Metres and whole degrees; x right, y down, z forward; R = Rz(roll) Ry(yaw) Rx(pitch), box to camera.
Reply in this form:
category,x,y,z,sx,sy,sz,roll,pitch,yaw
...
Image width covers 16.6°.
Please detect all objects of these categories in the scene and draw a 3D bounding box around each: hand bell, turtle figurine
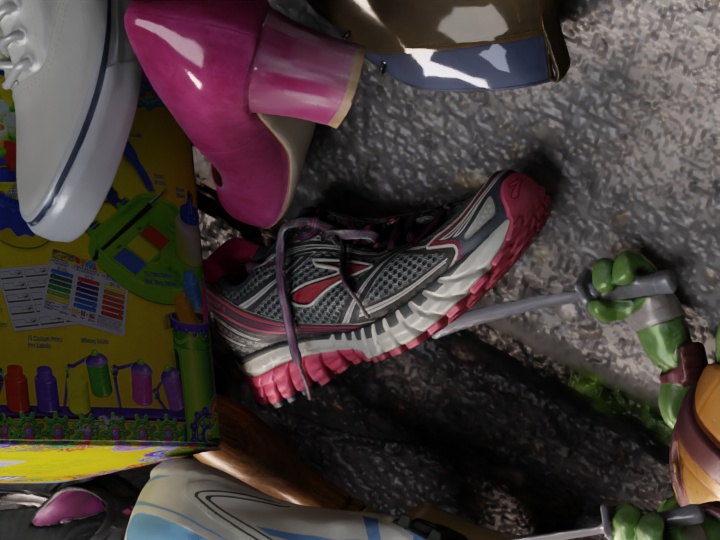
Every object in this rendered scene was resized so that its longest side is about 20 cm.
category,x,y,z,sx,sy,sz,roll,pitch,yaw
hand bell,-0.012,0.110,1.141,0.200,0.104,0.104,34,132,5
turtle figurine,0.122,0.043,0.995,0.200,0.144,0.194,31,126,8

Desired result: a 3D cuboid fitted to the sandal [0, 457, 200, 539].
category,x,y,z,sx,sy,sz,roll,pitch,yaw
sandal,-0.141,0.137,1.202,0.200,0.076,0.048,-17,152,31

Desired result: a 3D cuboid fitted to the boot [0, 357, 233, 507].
category,x,y,z,sx,sy,sz,roll,pitch,yaw
boot,-0.160,0.061,1.259,0.200,0.070,0.132,19,125,10

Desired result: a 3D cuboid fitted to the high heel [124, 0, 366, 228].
category,x,y,z,sx,sy,sz,roll,pitch,yaw
high heel,-0.064,-0.069,1.048,0.096,0.068,0.200,16,169,-8

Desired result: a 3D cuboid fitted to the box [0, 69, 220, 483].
category,x,y,z,sx,sy,sz,roll,pitch,yaw
box,-0.178,-0.008,1.082,0.122,0.200,0.193,-14,77,39

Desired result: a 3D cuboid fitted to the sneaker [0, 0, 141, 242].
category,x,y,z,sx,sy,sz,roll,pitch,yaw
sneaker,-0.134,-0.108,1.030,0.071,0.201,0.073,15,151,-28

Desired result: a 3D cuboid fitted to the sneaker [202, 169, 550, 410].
category,x,y,z,sx,sy,sz,roll,pitch,yaw
sneaker,0.000,0.000,1.093,0.200,0.081,0.075,-26,99,42

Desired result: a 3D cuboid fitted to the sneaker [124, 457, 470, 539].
category,x,y,z,sx,sy,sz,roll,pitch,yaw
sneaker,-0.011,0.134,1.069,0.199,0.072,0.073,11,82,24

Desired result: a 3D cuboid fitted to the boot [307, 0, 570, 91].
category,x,y,z,sx,sy,sz,roll,pitch,yaw
boot,-0.005,-0.113,1.029,0.200,0.075,0.097,-5,112,34
